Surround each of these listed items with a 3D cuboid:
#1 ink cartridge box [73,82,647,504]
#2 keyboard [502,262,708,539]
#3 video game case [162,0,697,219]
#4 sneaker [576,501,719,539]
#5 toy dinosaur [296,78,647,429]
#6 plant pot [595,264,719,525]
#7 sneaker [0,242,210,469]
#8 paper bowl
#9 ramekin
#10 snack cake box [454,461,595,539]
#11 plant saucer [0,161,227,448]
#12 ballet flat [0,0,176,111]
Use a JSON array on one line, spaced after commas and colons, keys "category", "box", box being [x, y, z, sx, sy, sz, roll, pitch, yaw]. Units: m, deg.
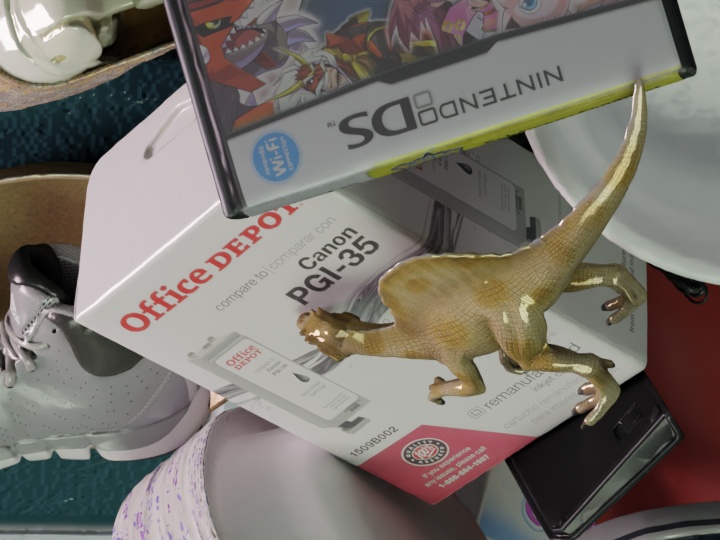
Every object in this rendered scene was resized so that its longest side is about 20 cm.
[{"category": "ink cartridge box", "box": [0.000, 0.000, 1.068, 0.199, 0.083, 0.146, 28, 135, -28]}, {"category": "keyboard", "box": [0.101, 0.028, 1.122, 0.021, 0.200, 0.127, 34, 104, -26]}, {"category": "video game case", "box": [0.008, -0.140, 0.930, 0.180, 0.201, 0.025, -17, 178, 14]}, {"category": "sneaker", "box": [0.184, 0.149, 1.089, 0.198, 0.080, 0.079, 1, 140, -6]}, {"category": "toy dinosaur", "box": [0.059, 0.011, 0.960, 0.101, 0.059, 0.200, 28, 138, -32]}, {"category": "plant pot", "box": [0.184, 0.075, 1.198, 0.199, 0.178, 0.201, -3, 139, -3]}, {"category": "sneaker", "box": [-0.169, 0.036, 1.149, 0.198, 0.075, 0.116, -11, 136, -9]}, {"category": "paper bowl", "box": [-0.007, 0.148, 1.149, 0.104, 0.201, 0.200, -40, 130, 19]}, {"category": "ramekin", "box": [0.155, -0.103, 0.992, 0.199, 0.098, 0.202, 1, 111, 2]}, {"category": "snack cake box", "box": [0.098, 0.141, 1.321, 0.199, 0.068, 0.115, 29, 158, -34]}, {"category": "plant saucer", "box": [-0.138, 0.011, 1.195, 0.199, 0.036, 0.201, -3, 139, -3]}, {"category": "ballet flat", "box": [-0.093, -0.114, 1.023, 0.199, 0.069, 0.067, -19, -179, 5]}]
